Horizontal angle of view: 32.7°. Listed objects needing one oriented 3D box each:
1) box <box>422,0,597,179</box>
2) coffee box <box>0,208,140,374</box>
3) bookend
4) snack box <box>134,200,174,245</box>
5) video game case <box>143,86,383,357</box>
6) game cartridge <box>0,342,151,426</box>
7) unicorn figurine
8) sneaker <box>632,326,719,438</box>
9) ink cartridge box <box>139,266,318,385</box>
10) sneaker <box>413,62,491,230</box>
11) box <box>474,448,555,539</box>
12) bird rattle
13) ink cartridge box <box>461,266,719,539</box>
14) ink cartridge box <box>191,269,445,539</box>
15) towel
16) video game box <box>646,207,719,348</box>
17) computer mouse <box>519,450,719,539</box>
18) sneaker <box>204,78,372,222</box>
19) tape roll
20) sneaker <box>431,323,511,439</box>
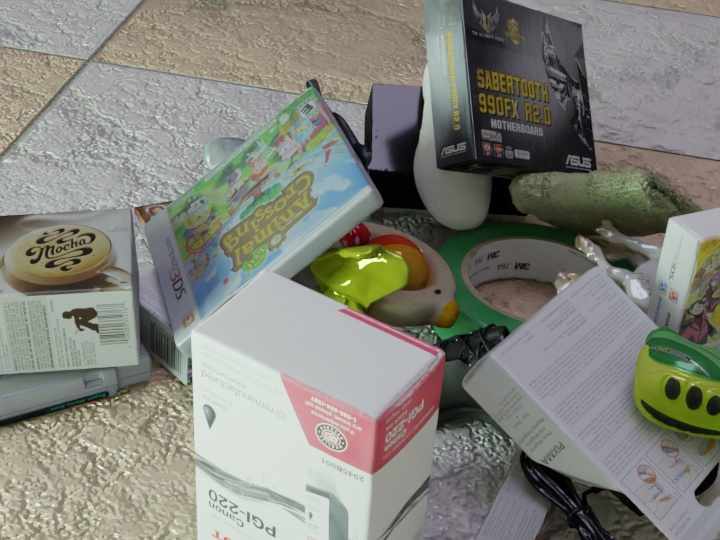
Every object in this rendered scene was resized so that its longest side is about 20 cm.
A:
[{"bbox_3d":[0.145,-0.168,1.160,0.048,0.160,0.199,-10,-9,42],"label":"box"},{"bbox_3d":[-0.277,0.018,0.969,0.199,0.080,0.113,-3,37,-8],"label":"coffee box"},{"bbox_3d":[0.087,-0.170,1.288,0.198,0.092,0.200,2,70,-6],"label":"bookend"},{"bbox_3d":[-0.120,-0.053,1.224,0.199,0.024,0.072,-12,39,-27],"label":"snack box"},{"bbox_3d":[-0.088,-0.046,1.016,0.200,0.022,0.182,-38,38,8],"label":"video game case"},{"bbox_3d":[-0.285,0.072,0.998,0.199,0.039,0.130,-14,42,-28],"label":"game cartridge"},{"bbox_3d":[0.263,0.001,1.092,0.137,0.074,0.200,29,53,23],"label":"unicorn figurine"},{"bbox_3d":[0.294,0.090,0.898,0.199,0.074,0.084,21,50,-13],"label":"sneaker"},{"bbox_3d":[-0.105,0.023,1.090,0.199,0.051,0.109,-22,42,-38],"label":"ink cartridge box"},{"bbox_3d":[0.091,-0.141,1.181,0.075,0.089,0.201,-1,70,-7],"label":"sneaker"},{"bbox_3d":[0.099,0.201,0.860,0.041,0.039,0.200,17,34,16],"label":"box"},{"bbox_3d":[0.000,0.000,1.050,0.162,0.113,0.200,12,21,-19],"label":"bird rattle"},{"bbox_3d":[0.195,0.108,0.912,0.200,0.057,0.162,49,47,9],"label":"ink cartridge box"},{"bbox_3d":[-0.032,0.122,0.810,0.145,0.201,0.085,23,42,25],"label":"ink cartridge box"},{"bbox_3d":[0.239,-0.060,1.180,0.148,0.037,0.200,0,-10,29],"label":"towel"},{"bbox_3d":[0.329,0.027,1.034,0.199,0.183,0.047,-11,37,-26],"label":"video game box"},{"bbox_3d":[0.225,0.163,0.910,0.199,0.046,0.141,-5,49,-38],"label":"computer mouse"},{"bbox_3d":[-0.066,-0.126,1.192,0.199,0.141,0.078,26,38,23],"label":"sneaker"},{"bbox_3d":[0.162,0.027,1.130,0.199,0.048,0.201,4,33,-3],"label":"tape roll"},{"bbox_3d":[0.084,0.081,0.994,0.198,0.091,0.076,4,38,-1],"label":"sneaker"}]
